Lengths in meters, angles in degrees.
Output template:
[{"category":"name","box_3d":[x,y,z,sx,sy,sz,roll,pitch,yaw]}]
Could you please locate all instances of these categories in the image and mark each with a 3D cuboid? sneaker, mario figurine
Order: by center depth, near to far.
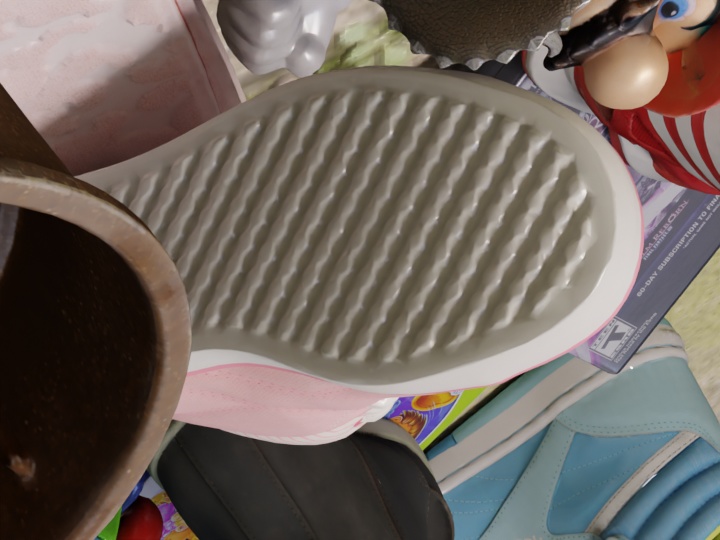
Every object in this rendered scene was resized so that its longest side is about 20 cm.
[{"category":"sneaker","box_3d":[0.000,0.000,0.678,0.200,0.076,0.105,-10,168,37]},{"category":"mario figurine","box_3d":[0.038,-0.082,0.703,0.200,0.123,0.106,15,98,-38]},{"category":"sneaker","box_3d":[0.137,-0.035,0.871,0.200,0.116,0.078,9,119,-56]},{"category":"sneaker","box_3d":[-0.003,0.104,0.910,0.075,0.106,0.200,-37,155,7]},{"category":"sneaker","box_3d":[0.076,0.124,1.110,0.200,0.131,0.079,-43,154,20]}]

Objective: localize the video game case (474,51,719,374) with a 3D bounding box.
[{"category":"video game case","box_3d":[0.089,-0.041,0.938,0.143,0.019,0.200,-52,152,7]}]

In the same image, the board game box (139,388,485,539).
[{"category":"board game box","box_3d":[-0.052,0.069,0.970,0.200,0.045,0.134,-46,151,24]}]

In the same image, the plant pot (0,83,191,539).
[{"category":"plant pot","box_3d":[-0.164,-0.023,0.515,0.200,0.198,0.200,-26,154,-14]}]

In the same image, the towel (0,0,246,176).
[{"category":"towel","box_3d":[-0.127,-0.020,0.701,0.200,0.032,0.191,-20,155,2]}]

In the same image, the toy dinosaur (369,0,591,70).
[{"category":"toy dinosaur","box_3d":[-0.006,-0.102,0.572,0.200,0.077,0.102,20,123,-29]}]

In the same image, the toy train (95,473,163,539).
[{"category":"toy train","box_3d":[-0.151,0.135,0.870,0.085,0.116,0.200,38,113,-18]}]
